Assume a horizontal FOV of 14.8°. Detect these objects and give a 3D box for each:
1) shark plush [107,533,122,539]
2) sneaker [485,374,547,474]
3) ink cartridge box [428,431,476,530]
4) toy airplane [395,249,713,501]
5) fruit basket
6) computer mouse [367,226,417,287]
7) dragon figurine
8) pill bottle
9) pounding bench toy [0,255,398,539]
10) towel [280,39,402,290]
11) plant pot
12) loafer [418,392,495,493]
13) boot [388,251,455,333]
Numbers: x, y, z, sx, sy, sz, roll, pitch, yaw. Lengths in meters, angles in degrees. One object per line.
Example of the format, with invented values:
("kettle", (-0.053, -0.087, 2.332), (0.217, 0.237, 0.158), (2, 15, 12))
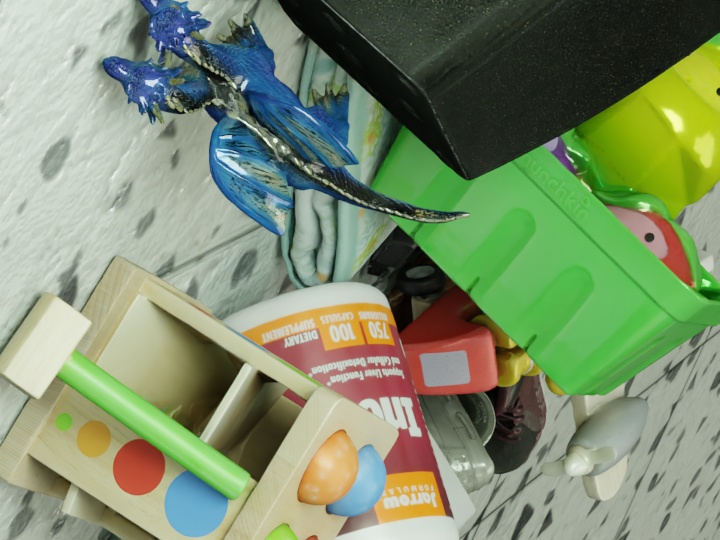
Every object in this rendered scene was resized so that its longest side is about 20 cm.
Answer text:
("shark plush", (-0.069, 0.100, 1.576), (0.200, 0.090, 0.084), (-28, 114, -48))
("sneaker", (0.084, 0.090, 1.915), (0.116, 0.075, 0.201), (-64, 161, -47))
("ink cartridge box", (-0.045, 0.178, 1.628), (0.145, 0.084, 0.200), (-26, -169, 46))
("toy airplane", (0.135, 0.024, 1.674), (0.199, 0.141, 0.200), (32, 89, -32))
("fruit basket", (0.136, -0.057, 1.499), (0.217, 0.215, 0.155), (-61, 164, 6))
("computer mouse", (0.000, 0.000, 1.644), (0.200, 0.034, 0.059), (-48, 179, -32))
("dragon figurine", (-0.038, -0.060, 1.284), (0.059, 0.200, 0.100), (-43, -164, 17))
("pill bottle", (-0.012, 0.117, 1.503), (0.112, 0.201, 0.113), (-16, 165, -5))
("pounding bench toy", (-0.084, 0.088, 1.363), (0.125, 0.155, 0.200), (-58, 162, -2))
("towel", (0.025, -0.098, 1.536), (0.171, 0.048, 0.201), (-44, 157, -37))
("plant pot", (0.056, -0.163, 1.308), (0.177, 0.200, 0.200), (-46, 161, -4))
("loafer", (0.053, 0.099, 1.777), (0.200, 0.069, 0.070), (-93, 172, -68))
("boot", (0.081, -0.035, 1.751), (0.155, 0.073, 0.201), (-41, 150, -30))
